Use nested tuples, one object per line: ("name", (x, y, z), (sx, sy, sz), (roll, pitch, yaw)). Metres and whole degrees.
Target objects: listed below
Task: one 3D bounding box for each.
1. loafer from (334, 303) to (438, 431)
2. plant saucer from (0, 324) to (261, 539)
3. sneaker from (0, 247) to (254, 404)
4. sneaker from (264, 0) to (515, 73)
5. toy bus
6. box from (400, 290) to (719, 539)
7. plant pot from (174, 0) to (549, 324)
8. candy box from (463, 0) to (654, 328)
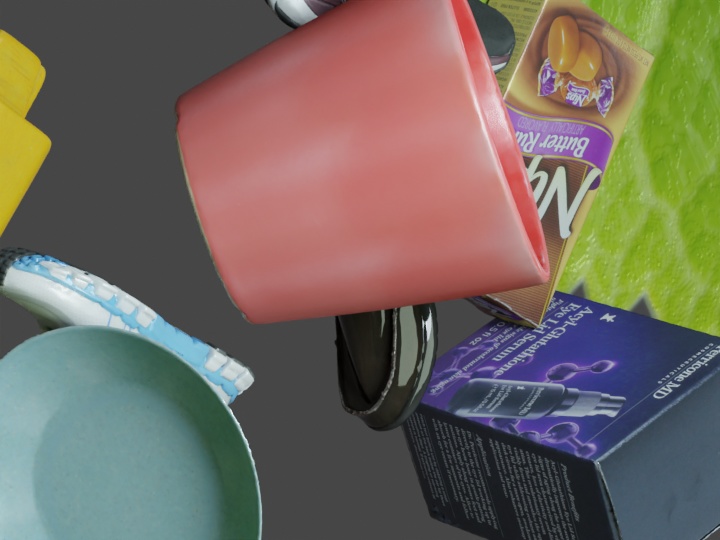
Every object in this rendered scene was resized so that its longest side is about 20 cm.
("loafer", (0.000, 0.000, 1.839), (0.071, 0.073, 0.201), (-1, 91, -37))
("plant saucer", (-0.137, 0.127, 1.673), (0.039, 0.200, 0.202), (-18, 114, -63))
("sneaker", (-0.147, 0.056, 1.716), (0.200, 0.075, 0.087), (34, 83, -40))
("sneaker", (0.039, -0.188, 1.795), (0.199, 0.076, 0.116), (9, 121, -42))
("toy bus", (-0.234, -0.039, 1.610), (0.065, 0.078, 0.201), (39, 74, -40))
("box", (0.145, 0.105, 1.896), (0.148, 0.200, 0.105), (-35, 121, -31))
("plant pot", (-0.003, -0.062, 1.716), (0.177, 0.201, 0.201), (-18, 120, 8))
("candy box", (0.104, -0.077, 1.917), (0.117, 0.056, 0.201), (31, 80, -42))
